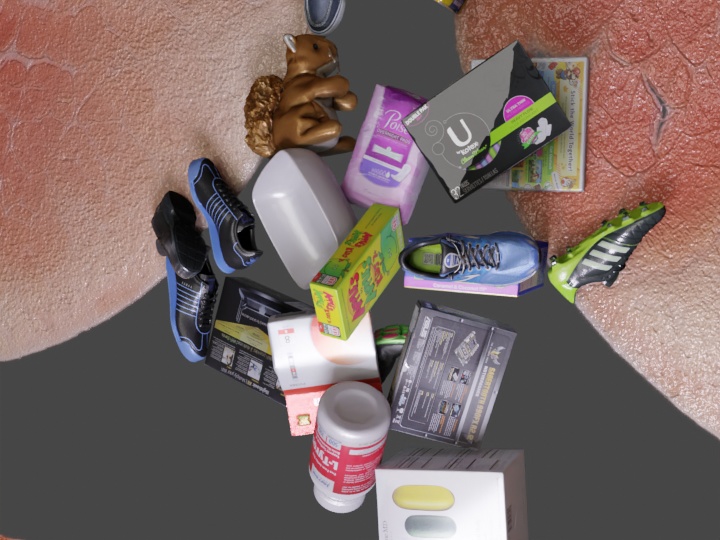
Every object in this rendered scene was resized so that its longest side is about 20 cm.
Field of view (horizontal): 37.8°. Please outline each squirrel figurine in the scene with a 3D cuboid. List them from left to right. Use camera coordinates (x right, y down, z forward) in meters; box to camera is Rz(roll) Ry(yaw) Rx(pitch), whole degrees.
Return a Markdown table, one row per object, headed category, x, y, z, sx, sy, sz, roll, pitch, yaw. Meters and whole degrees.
| category | x | y | z | sx | sy | sz | roll | pitch | yaw |
| --- | --- | --- | --- | --- | --- | --- | --- | --- | --- |
| squirrel figurine | -0.107 | -0.278 | 1.678 | 0.199 | 0.141 | 0.188 | -10 | 83 | 18 |

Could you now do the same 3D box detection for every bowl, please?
| category | x | y | z | sx | sy | sz | roll | pitch | yaw |
| --- | --- | --- | --- | --- | --- | --- | --- | --- | --- |
| bowl | -0.080 | -0.087 | 1.676 | 0.201 | 0.074 | 0.200 | 61 | 149 | 9 |

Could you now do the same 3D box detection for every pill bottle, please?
| category | x | y | z | sx | sy | sz | roll | pitch | yaw |
| --- | --- | --- | --- | --- | --- | --- | --- | --- | --- |
| pill bottle | -0.020 | 0.276 | 1.614 | 0.112 | 0.112 | 0.201 | 24 | 132 | 17 |

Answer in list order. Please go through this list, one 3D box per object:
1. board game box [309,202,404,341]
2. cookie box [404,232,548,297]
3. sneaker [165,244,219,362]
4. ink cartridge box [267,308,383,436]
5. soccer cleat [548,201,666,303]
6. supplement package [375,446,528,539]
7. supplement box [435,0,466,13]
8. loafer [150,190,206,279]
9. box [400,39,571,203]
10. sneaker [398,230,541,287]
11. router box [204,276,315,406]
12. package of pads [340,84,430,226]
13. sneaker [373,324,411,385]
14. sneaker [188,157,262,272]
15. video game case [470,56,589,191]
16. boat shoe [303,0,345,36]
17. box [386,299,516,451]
| category | x | y | z | sx | sy | sz | roll | pitch | yaw |
| --- | --- | --- | --- | --- | --- | --- | --- | --- | --- |
| board game box | 0.000 | 0.000 | 1.580 | 0.047 | 0.200 | 0.102 | 14 | 135 | 26 |
| cookie box | 0.174 | -0.011 | 1.551 | 0.170 | 0.200 | 0.076 | 5 | 95 | 20 |
| sneaker | -0.278 | 0.053 | 1.795 | 0.077 | 0.070 | 0.202 | -12 | 88 | 28 |
| ink cartridge box | -0.051 | 0.159 | 1.633 | 0.161 | 0.050 | 0.202 | -8 | 98 | 5 |
| soccer cleat | 0.372 | -0.029 | 1.556 | 0.199 | 0.068 | 0.081 | -35 | 99 | 20 |
| supplement package | 0.143 | 0.362 | 1.612 | 0.199 | 0.151 | 0.153 | -2 | 93 | 21 |
| supplement box | 0.084 | -0.495 | 1.604 | 0.199 | 0.109 | 0.110 | 35 | 105 | 15 |
| loafer | -0.308 | -0.047 | 1.763 | 0.072 | 0.073 | 0.201 | -45 | 36 | 20 |
| box | 0.182 | -0.215 | 1.527 | 0.199 | 0.124 | 0.149 | -34 | 94 | 11 |
| sneaker | 0.143 | -0.012 | 1.409 | 0.199 | 0.089 | 0.079 | -3 | 94 | 20 |
| router box | -0.157 | 0.114 | 1.736 | 0.199 | 0.052 | 0.158 | 22 | 101 | 35 |
| package of pads | 0.052 | -0.181 | 1.654 | 0.120 | 0.076 | 0.201 | 23 | 101 | 14 |
| sneaker | 0.023 | 0.147 | 1.695 | 0.199 | 0.077 | 0.084 | -26 | 99 | 25 |
| sneaker | -0.221 | -0.100 | 1.751 | 0.078 | 0.070 | 0.201 | -21 | 87 | 30 |
| video game case | 0.254 | -0.222 | 1.604 | 0.181 | 0.023 | 0.202 | 3 | 93 | 21 |
| boat shoe | -0.065 | -0.479 | 1.671 | 0.070 | 0.091 | 0.202 | 10 | 97 | 20 |
| box | 0.135 | 0.163 | 1.624 | 0.157 | 0.048 | 0.201 | 14 | 100 | -9 |
